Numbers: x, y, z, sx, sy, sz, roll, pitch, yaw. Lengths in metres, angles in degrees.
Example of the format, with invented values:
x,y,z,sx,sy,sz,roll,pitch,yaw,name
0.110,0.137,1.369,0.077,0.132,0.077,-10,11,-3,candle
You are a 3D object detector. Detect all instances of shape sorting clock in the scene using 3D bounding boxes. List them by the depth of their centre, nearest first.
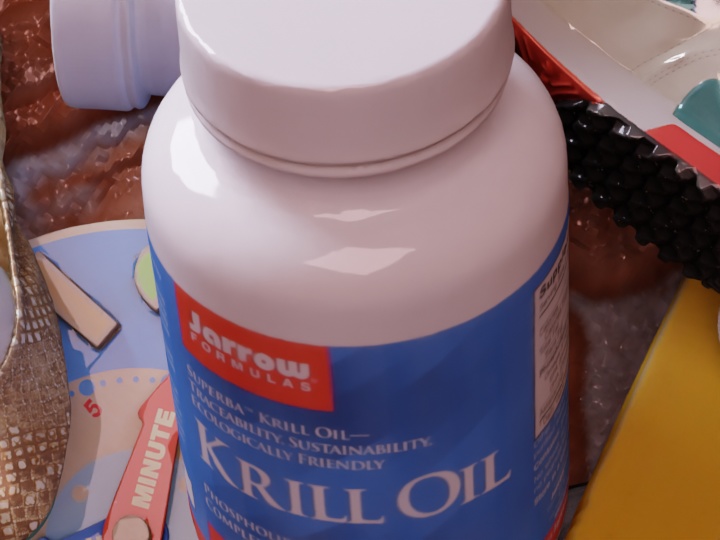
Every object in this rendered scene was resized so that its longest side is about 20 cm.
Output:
x,y,z,sx,sy,sz,roll,pitch,yaw,name
-0.069,0.084,0.847,0.199,0.039,0.201,0,82,3,shape sorting clock

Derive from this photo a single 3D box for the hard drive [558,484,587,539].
x,y,z,sx,sy,sz,roll,pitch,yaw,name
0.000,0.153,0.808,0.199,0.033,0.140,-14,88,-9,hard drive

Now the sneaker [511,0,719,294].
x,y,z,sx,sy,sz,roll,pitch,yaw,name
0.067,-0.087,0.749,0.200,0.070,0.093,43,72,5,sneaker

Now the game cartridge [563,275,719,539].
x,y,z,sx,sy,sz,roll,pitch,yaw,name
0.160,0.067,0.801,0.176,0.032,0.200,26,58,6,game cartridge

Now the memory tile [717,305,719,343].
x,y,z,sx,sy,sz,roll,pitch,yaw,name
0.191,-0.046,0.795,0.153,0.017,0.201,10,75,14,memory tile

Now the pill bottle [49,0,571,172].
x,y,z,sx,sy,sz,roll,pitch,yaw,name
0.011,-0.087,0.832,0.199,0.112,0.112,2,82,3,pill bottle

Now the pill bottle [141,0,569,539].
x,y,z,sx,sy,sz,roll,pitch,yaw,name
0.000,0.000,0.728,0.112,0.200,0.112,-3,45,3,pill bottle

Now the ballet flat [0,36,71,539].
x,y,z,sx,sy,sz,roll,pitch,yaw,name
-0.134,-0.012,0.823,0.070,0.065,0.201,-19,62,6,ballet flat
